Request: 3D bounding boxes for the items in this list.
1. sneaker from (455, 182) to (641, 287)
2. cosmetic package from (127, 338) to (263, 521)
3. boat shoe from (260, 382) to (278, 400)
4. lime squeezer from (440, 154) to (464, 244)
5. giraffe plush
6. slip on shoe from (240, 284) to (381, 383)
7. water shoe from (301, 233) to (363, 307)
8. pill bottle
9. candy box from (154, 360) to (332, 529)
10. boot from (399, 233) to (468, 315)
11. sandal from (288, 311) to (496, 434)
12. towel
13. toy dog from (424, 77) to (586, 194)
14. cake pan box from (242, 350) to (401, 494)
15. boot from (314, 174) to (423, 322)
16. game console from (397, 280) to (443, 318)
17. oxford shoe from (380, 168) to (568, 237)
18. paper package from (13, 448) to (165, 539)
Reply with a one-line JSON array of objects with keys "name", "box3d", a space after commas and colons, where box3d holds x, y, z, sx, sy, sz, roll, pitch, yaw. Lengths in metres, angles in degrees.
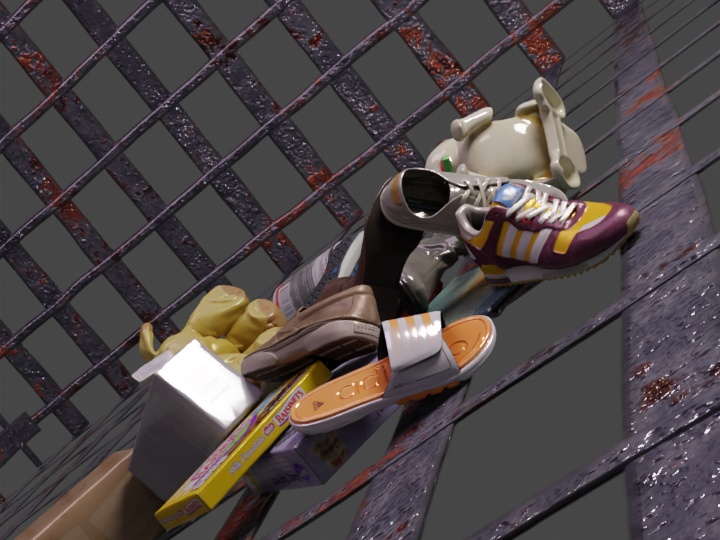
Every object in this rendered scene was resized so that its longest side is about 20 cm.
[{"name": "sneaker", "box3d": [0.169, -0.043, 1.061, 0.200, 0.090, 0.075, -18, 21, 50]}, {"name": "cosmetic package", "box3d": [-0.185, 0.180, 1.241, 0.071, 0.101, 0.200, -43, -15, -42]}, {"name": "boat shoe", "box3d": [-0.099, 0.132, 1.439, 0.200, 0.062, 0.072, -37, 34, 47]}, {"name": "lime squeezer", "box3d": [0.119, -0.069, 1.264, 0.038, 0.071, 0.200, -6, -13, 9]}, {"name": "giraffe plush", "box3d": [-0.172, 0.141, 1.370, 0.199, 0.163, 0.173, -22, 43, -18]}, {"name": "slip on shoe", "box3d": [-0.053, 0.070, 1.162, 0.200, 0.076, 0.061, -28, 55, 48]}, {"name": "water shoe", "box3d": [-0.017, 0.034, 1.473, 0.071, 0.079, 0.200, -30, 25, 44]}, {"name": "pill bottle", "box3d": [-0.027, 0.023, 1.676, 0.200, 0.114, 0.114, -35, 8, 32]}, {"name": "candy box", "box3d": [-0.114, 0.171, 1.107, 0.200, 0.026, 0.102, -46, 5, -40]}, {"name": "boot", "box3d": [0.094, -0.017, 1.334, 0.130, 0.068, 0.200, -29, 10, 4]}, {"name": "sandal", "box3d": [0.023, 0.083, 1.006, 0.206, 0.059, 0.079, -25, 28, 0]}, {"name": "towel", "box3d": [0.123, 0.030, 1.204, 0.147, 0.022, 0.200, -43, 9, -32]}, {"name": "toy dog", "box3d": [0.171, -0.139, 1.417, 0.199, 0.140, 0.194, -16, -6, 25]}, {"name": "cake pan box", "box3d": [-0.023, 0.139, 1.136, 0.200, 0.052, 0.184, -43, 9, -30]}, {"name": "boot", "box3d": [0.000, 0.000, 1.267, 0.200, 0.064, 0.187, 149, 139, -70]}, {"name": "game console", "box3d": [0.010, 0.079, 1.453, 0.177, 0.031, 0.200, -43, 7, -36]}, {"name": "oxford shoe", "box3d": [0.121, -0.070, 1.163, 0.058, 0.199, 0.076, 104, 170, -67]}, {"name": "paper package", "box3d": [-0.330, 0.321, 1.376, 0.200, 0.104, 0.191, -42, 6, -22]}]
